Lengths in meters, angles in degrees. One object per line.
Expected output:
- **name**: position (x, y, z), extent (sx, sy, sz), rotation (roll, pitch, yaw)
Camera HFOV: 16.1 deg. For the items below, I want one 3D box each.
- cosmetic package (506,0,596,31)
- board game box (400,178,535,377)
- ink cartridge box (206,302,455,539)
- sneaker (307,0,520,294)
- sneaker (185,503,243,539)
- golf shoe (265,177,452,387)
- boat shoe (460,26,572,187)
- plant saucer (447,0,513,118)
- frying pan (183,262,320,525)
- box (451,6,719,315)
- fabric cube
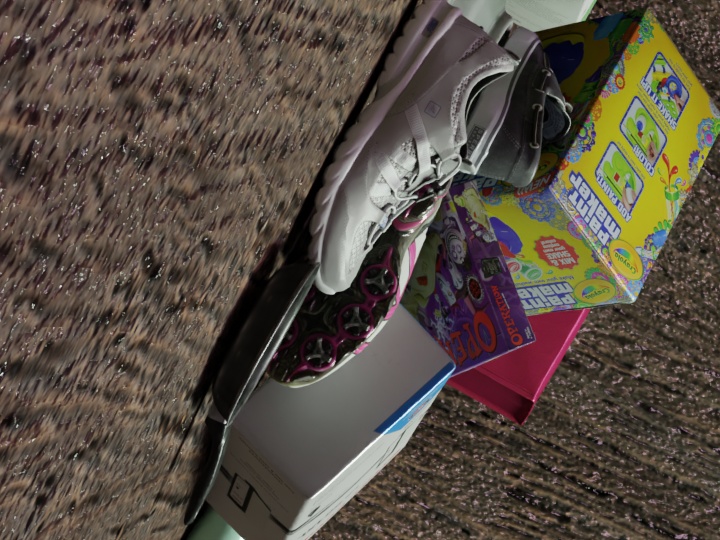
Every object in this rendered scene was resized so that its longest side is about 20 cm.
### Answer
- **cosmetic package**: position (0.163, -0.265, 1.985), extent (0.108, 0.085, 0.200), rotation (-59, 176, -14)
- **board game box**: position (0.047, 0.018, 1.795), extent (0.032, 0.120, 0.200), rotation (-23, 177, -28)
- **ink cartridge box**: position (-0.026, 0.112, 1.773), extent (0.146, 0.084, 0.200), rotation (-42, 171, -19)
- **sneaker**: position (0.030, -0.071, 1.597), extent (0.200, 0.082, 0.075), rotation (-63, 176, 4)
- **sneaker**: position (-0.077, 0.194, 1.987), extent (0.118, 0.074, 0.200), rotation (-56, 173, -2)
- **golf shoe**: position (0.000, 0.000, 1.679), extent (0.200, 0.073, 0.092), rotation (-56, 172, -20)
- **boat shoe**: position (0.113, -0.110, 1.759), extent (0.070, 0.066, 0.200), rotation (-64, 179, 23)
- **plant saucer**: position (0.062, -0.140, 1.775), extent (0.200, 0.050, 0.200), rotation (-62, 176, -7)
- **frying pan**: position (-0.070, 0.064, 1.579), extent (0.115, 0.031, 0.190), rotation (-58, 178, -43)
- **box**: position (0.131, -0.073, 1.885), extent (0.200, 0.122, 0.193), rotation (-9, -140, 43)
- **fabric cube**: position (0.119, 0.002, 2.366), extent (0.199, 0.200, 0.196), rotation (-60, 176, -8)
